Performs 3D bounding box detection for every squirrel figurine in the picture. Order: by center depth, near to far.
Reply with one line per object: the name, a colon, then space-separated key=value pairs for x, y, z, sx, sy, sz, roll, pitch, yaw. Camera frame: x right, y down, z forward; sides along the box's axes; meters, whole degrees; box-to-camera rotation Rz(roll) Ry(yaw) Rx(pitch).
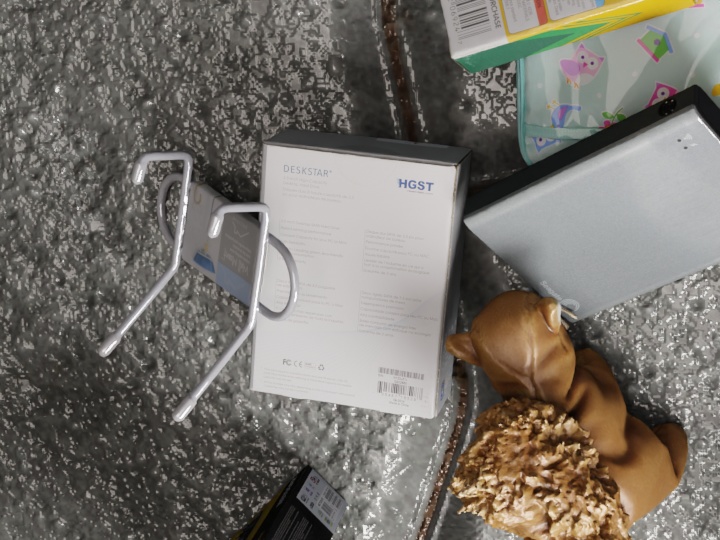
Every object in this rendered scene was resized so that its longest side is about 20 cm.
squirrel figurine: x=0.140 y=0.113 z=1.110 sx=0.140 sy=0.200 sz=0.188 roll=-17 pitch=111 yaw=24

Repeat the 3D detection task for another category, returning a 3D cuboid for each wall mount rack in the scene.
wall mount rack: x=-0.134 y=0.008 z=1.175 sx=0.200 sy=0.074 sz=0.175 roll=33 pitch=120 yaw=44

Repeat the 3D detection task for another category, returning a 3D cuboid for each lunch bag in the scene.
lunch bag: x=0.213 y=-0.138 z=1.099 sx=0.198 sy=0.077 sz=0.162 roll=2 pitch=103 yaw=15

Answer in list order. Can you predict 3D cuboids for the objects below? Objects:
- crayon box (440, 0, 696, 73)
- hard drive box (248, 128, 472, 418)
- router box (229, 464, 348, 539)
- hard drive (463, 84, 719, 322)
crayon box: x=0.149 y=-0.227 z=1.041 sx=0.198 sy=0.052 sz=0.127 roll=-15 pitch=80 yaw=18
hard drive box: x=0.000 y=0.000 z=1.185 sx=0.154 sy=0.077 sz=0.202 roll=8 pitch=105 yaw=12
router box: x=-0.097 y=0.257 z=1.205 sx=0.052 sy=0.200 sz=0.157 roll=44 pitch=108 yaw=-3
hard drive: x=0.193 y=-0.042 z=1.091 sx=0.199 sy=0.033 sz=0.139 roll=-25 pitch=128 yaw=36
